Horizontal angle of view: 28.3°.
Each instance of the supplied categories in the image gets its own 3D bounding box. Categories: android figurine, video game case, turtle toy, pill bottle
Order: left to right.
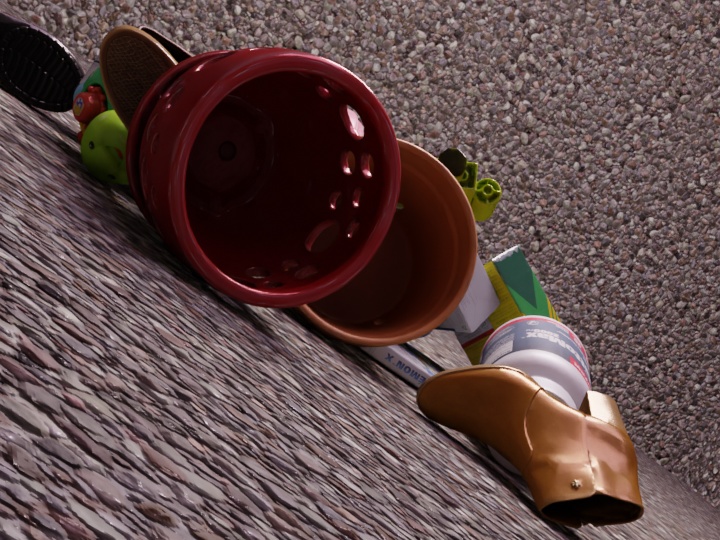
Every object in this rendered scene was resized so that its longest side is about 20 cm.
[{"bbox_3d":[-0.218,-0.136,1.351,0.147,0.101,0.200,59,-2,-17],"label":"turtle toy"},{"bbox_3d":[0.048,0.097,1.571,0.182,0.022,0.200,35,2,-20],"label":"video game case"},{"bbox_3d":[0.057,-0.085,1.528,0.180,0.042,0.200,7,-17,-3],"label":"android figurine"},{"bbox_3d":[0.174,0.128,1.437,0.119,0.120,0.200,35,16,-3],"label":"pill bottle"}]

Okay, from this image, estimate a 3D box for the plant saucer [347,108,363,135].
[{"bbox_3d":[-0.041,-0.088,1.655,0.050,0.202,0.201,24,5,-12],"label":"plant saucer"}]

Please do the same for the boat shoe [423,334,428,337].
[{"bbox_3d":[0.000,0.000,1.553,0.199,0.084,0.069,37,-1,-13],"label":"boat shoe"}]

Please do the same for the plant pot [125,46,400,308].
[{"bbox_3d":[-0.093,-0.087,1.174,0.200,0.202,0.182,34,-4,-31],"label":"plant pot"}]

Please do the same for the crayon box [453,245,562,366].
[{"bbox_3d":[0.178,0.087,1.635,0.127,0.051,0.201,-32,-95,53],"label":"crayon box"}]

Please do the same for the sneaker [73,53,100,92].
[{"bbox_3d":[-0.257,-0.151,1.545,0.073,0.071,0.201,35,-20,36],"label":"sneaker"}]

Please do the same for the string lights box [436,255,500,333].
[{"bbox_3d":[0.054,0.009,1.631,0.199,0.059,0.103,4,-53,50],"label":"string lights box"}]

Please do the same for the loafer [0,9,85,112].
[{"bbox_3d":[-0.374,-0.239,1.486,0.199,0.073,0.071,35,2,-24],"label":"loafer"}]

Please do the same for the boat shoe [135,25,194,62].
[{"bbox_3d":[-0.175,-0.195,1.569,0.199,0.071,0.071,29,30,-11],"label":"boat shoe"}]

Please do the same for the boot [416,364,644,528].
[{"bbox_3d":[0.148,0.158,1.259,0.199,0.071,0.145,7,35,-3],"label":"boot"}]

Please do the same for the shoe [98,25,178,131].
[{"bbox_3d":[-0.168,-0.131,1.266,0.201,0.070,0.053,57,-2,-27],"label":"shoe"}]

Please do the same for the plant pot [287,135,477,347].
[{"bbox_3d":[0.002,-0.020,1.410,0.199,0.201,0.140,35,-13,-5],"label":"plant pot"}]
